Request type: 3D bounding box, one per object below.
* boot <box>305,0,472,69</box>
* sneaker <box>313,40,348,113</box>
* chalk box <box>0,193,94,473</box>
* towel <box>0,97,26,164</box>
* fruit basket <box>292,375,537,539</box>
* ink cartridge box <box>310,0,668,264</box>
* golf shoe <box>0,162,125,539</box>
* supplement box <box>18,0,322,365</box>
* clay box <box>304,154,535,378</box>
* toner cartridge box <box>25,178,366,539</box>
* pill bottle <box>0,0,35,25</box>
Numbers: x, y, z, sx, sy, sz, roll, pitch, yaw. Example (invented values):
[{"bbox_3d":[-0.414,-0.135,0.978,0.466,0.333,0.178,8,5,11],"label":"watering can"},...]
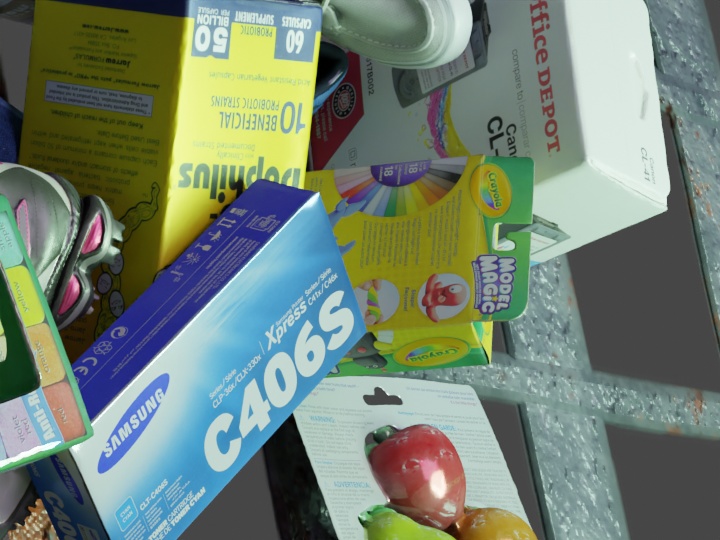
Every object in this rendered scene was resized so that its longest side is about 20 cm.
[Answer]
[{"bbox_3d":[-0.038,-0.163,1.735,0.095,0.200,0.074,-16,123,-49],"label":"boot"},{"bbox_3d":[-0.084,-0.107,1.708,0.200,0.078,0.066,-12,82,-52],"label":"sneaker"},{"bbox_3d":[-0.213,0.045,1.347,0.124,0.199,0.125,-18,88,-55],"label":"chalk box"},{"bbox_3d":[-0.255,-0.101,1.514,0.200,0.048,0.112,50,39,-21],"label":"towel"},{"bbox_3d":[0.039,0.152,1.725,0.185,0.094,0.201,6,50,-50],"label":"fruit basket"},{"bbox_3d":[0.071,-0.078,1.767,0.085,0.200,0.148,22,53,-44],"label":"ink cartridge box"},{"bbox_3d":[-0.188,0.045,1.464,0.088,0.077,0.201,24,75,-38],"label":"golf shoe"},{"bbox_3d":[-0.103,-0.047,1.556,0.109,0.109,0.201,0,98,-51],"label":"supplement box"},{"bbox_3d":[0.000,0.000,1.650,0.048,0.199,0.115,67,23,-52],"label":"clay box"},{"bbox_3d":[-0.081,0.053,1.483,0.200,0.043,0.095,-47,133,-32],"label":"toner cartridge box"},{"bbox_3d":[-0.174,-0.188,1.612,0.200,0.111,0.112,9,63,-48],"label":"pill bottle"}]
